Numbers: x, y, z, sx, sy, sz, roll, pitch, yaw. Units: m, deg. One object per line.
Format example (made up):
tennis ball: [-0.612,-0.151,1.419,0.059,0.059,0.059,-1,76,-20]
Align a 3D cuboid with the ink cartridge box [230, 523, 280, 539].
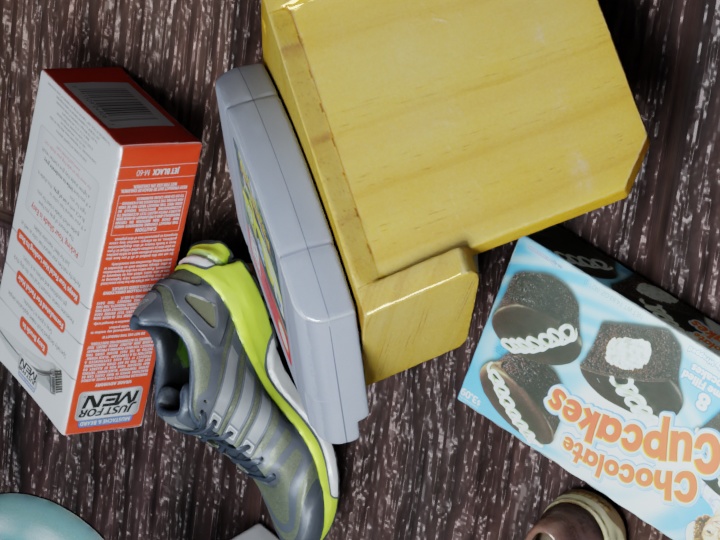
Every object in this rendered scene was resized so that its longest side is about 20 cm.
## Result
ink cartridge box: [-0.042,0.266,1.752,0.200,0.144,0.085,37,123,20]

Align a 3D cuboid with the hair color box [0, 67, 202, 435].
hair color box: [-0.167,-0.013,1.780,0.111,0.064,0.201,42,126,45]

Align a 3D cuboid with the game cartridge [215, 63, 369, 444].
game cartridge: [-0.041,-0.016,1.632,0.134,0.041,0.201,88,165,-49]

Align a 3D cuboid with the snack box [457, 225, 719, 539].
snack box: [0.159,0.073,1.623,0.199,0.037,0.117,32,120,22]

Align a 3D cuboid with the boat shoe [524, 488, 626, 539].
boat shoe: [0.106,0.230,1.685,0.072,0.072,0.201,23,116,27]

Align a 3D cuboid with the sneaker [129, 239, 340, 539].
sneaker: [-0.081,0.087,1.746,0.074,0.081,0.201,-12,107,57]

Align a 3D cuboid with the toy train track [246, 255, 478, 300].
toy train track: [0.000,0.000,1.709,0.199,0.032,0.116,-7,83,44]

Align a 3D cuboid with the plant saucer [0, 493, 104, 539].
plant saucer: [-0.225,0.251,1.944,0.199,0.027,0.202,11,110,30]

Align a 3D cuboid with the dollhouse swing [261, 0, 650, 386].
dollhouse swing: [0.053,-0.073,1.612,0.182,0.175,0.201,93,159,-70]
